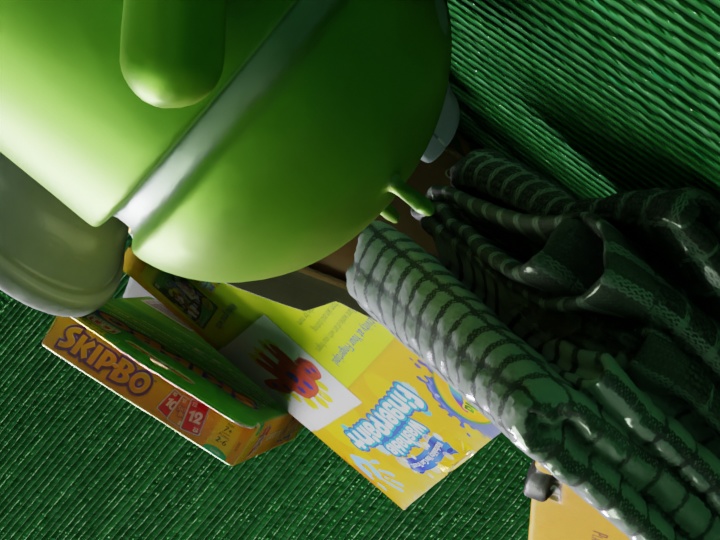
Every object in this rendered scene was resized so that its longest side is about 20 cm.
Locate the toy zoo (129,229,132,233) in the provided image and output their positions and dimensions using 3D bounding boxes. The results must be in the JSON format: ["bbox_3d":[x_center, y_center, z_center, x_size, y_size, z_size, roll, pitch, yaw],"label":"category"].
[{"bbox_3d":[-0.130,-0.107,1.306,0.200,0.020,0.132,45,142,35],"label":"toy zoo"}]

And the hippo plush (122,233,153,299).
[{"bbox_3d":[-0.047,-0.040,1.395,0.161,0.158,0.201,125,138,-70],"label":"hippo plush"}]

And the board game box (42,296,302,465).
[{"bbox_3d":[-0.076,0.045,1.243,0.095,0.030,0.200,32,-179,6],"label":"board game box"}]

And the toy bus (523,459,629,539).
[{"bbox_3d":[0.110,0.090,1.199,0.065,0.079,0.200,20,160,10],"label":"toy bus"}]

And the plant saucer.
[{"bbox_3d":[-0.145,-0.079,1.146,0.200,0.050,0.200,49,-161,-23],"label":"plant saucer"}]

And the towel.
[{"bbox_3d":[0.105,0.045,0.858,0.200,0.086,0.166,40,179,-22],"label":"towel"}]

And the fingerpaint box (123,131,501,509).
[{"bbox_3d":[0.000,0.000,1.150,0.167,0.073,0.200,40,160,1],"label":"fingerpaint box"}]

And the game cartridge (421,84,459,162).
[{"bbox_3d":[-0.058,-0.118,0.947,0.133,0.041,0.200,33,173,45],"label":"game cartridge"}]

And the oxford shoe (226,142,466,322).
[{"bbox_3d":[0.037,-0.007,1.006,0.199,0.072,0.071,18,-173,4],"label":"oxford shoe"}]

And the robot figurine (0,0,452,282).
[{"bbox_3d":[-0.061,-0.078,0.761,0.200,0.116,0.175,40,178,-5],"label":"robot figurine"}]
